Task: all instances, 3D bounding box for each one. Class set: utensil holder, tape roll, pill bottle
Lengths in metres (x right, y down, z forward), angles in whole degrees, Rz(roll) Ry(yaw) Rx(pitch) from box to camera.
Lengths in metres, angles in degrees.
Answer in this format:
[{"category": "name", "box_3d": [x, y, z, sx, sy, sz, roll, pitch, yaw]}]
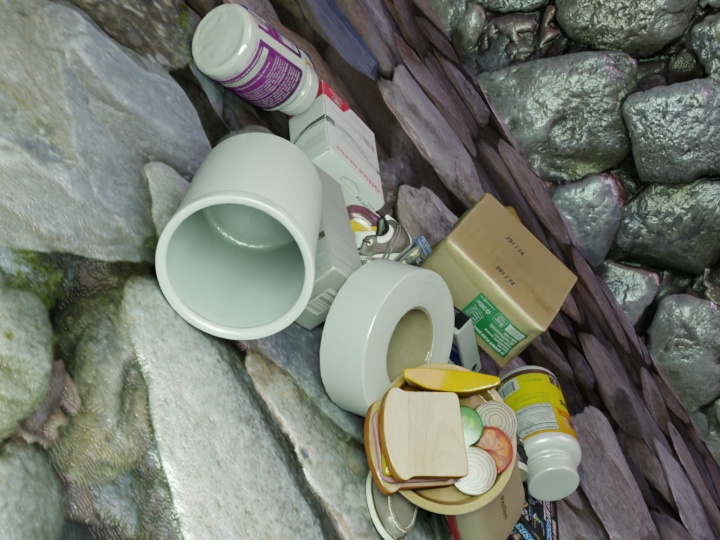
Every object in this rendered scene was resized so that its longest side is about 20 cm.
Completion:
[{"category": "utensil holder", "box_3d": [-0.125, -0.047, 1.177, 0.170, 0.169, 0.200, 49, 21, -20]}, {"category": "tape roll", "box_3d": [0.037, 0.090, 1.324, 0.202, 0.070, 0.204, -24, 120, -49]}, {"category": "pill bottle", "box_3d": [-0.151, -0.307, 1.569, 0.200, 0.112, 0.113, 26, 37, -54]}, {"category": "pill bottle", "box_3d": [0.274, 0.251, 1.611, 0.109, 0.109, 0.201, 43, 24, -34]}]

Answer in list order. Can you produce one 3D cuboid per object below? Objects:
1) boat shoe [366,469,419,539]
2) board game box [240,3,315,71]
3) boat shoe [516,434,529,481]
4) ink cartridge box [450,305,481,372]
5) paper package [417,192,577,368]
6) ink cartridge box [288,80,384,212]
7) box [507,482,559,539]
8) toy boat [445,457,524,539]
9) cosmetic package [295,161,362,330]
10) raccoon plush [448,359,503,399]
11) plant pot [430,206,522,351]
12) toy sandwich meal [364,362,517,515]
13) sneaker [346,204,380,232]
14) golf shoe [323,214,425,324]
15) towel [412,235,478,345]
[{"category": "boat shoe", "box_3d": [0.053, 0.255, 1.304, 0.072, 0.059, 0.200, 50, 22, -19]}, {"category": "board game box", "box_3d": [-0.135, -0.347, 1.769, 0.200, 0.034, 0.136, 26, 38, -55]}, {"category": "boat shoe", "box_3d": [0.148, 0.227, 1.440, 0.199, 0.072, 0.068, 29, 50, -23]}, {"category": "ink cartridge box", "box_3d": [0.127, 0.104, 1.557, 0.099, 0.039, 0.201, 35, -20, 28]}, {"category": "paper package", "box_3d": [0.201, 0.011, 1.573, 0.200, 0.104, 0.191, 44, 38, 2]}, {"category": "ink cartridge box", "box_3d": [-0.041, -0.186, 1.684, 0.145, 0.083, 0.201, 44, 25, -34]}, {"category": "box", "box_3d": [0.235, 0.336, 1.619, 0.199, 0.049, 0.200, 53, 20, -14]}, {"category": "toy boat", "box_3d": [0.133, 0.281, 1.382, 0.131, 0.130, 0.201, -50, 142, -30]}, {"category": "cosmetic package", "box_3d": [-0.069, -0.037, 1.379, 0.090, 0.106, 0.201, 33, 30, -47]}, {"category": "raccoon plush", "box_3d": [0.128, 0.131, 1.464, 0.097, 0.133, 0.202, -121, -153, -64]}, {"category": "plant pot", "box_3d": [0.192, 0.017, 1.776, 0.195, 0.195, 0.200, 62, 23, 13]}, {"category": "toy sandwich meal", "box_3d": [0.102, 0.194, 1.254, 0.203, 0.070, 0.207, 6, 67, -14]}, {"category": "sneaker", "box_3d": [0.030, -0.011, 1.611, 0.201, 0.075, 0.090, 54, 16, -7]}, {"category": "golf shoe", "box_3d": [0.000, 0.000, 1.449, 0.200, 0.077, 0.095, -44, 106, -38]}, {"category": "towel", "box_3d": [0.119, 0.055, 1.664, 0.201, 0.024, 0.147, 62, -22, 17]}]
